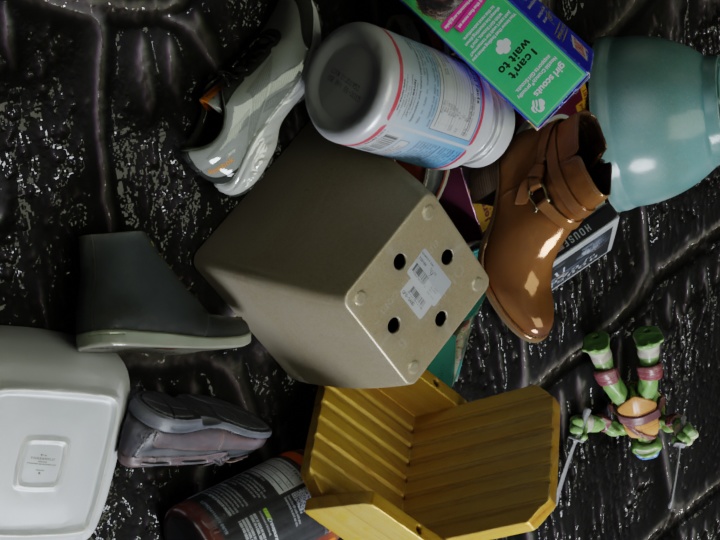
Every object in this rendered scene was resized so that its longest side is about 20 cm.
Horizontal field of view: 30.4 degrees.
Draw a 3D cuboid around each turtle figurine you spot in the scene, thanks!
[{"bbox_3d":[0.335,0.181,1.638,0.200,0.144,0.195,-32,118,-34],"label":"turtle figurine"}]

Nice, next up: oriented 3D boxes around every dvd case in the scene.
[{"bbox_3d":[0.210,-0.005,1.441,0.150,0.025,0.200,-35,167,2],"label":"dvd case"}]

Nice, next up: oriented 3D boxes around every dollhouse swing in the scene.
[{"bbox_3d":[0.073,0.166,1.306,0.182,0.176,0.201,39,40,-25],"label":"dollhouse swing"}]

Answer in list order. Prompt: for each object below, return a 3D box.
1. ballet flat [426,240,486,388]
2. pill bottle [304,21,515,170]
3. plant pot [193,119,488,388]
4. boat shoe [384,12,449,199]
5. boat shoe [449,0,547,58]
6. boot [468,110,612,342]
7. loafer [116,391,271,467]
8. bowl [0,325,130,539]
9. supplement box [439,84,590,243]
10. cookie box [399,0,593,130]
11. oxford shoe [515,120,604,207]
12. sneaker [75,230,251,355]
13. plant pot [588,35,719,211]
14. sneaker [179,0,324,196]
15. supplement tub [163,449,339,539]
[{"bbox_3d":[0.086,0.047,1.415,0.075,0.064,0.201,5,117,-26],"label":"ballet flat"},{"bbox_3d":[0.052,-0.153,1.226,0.200,0.108,0.109,11,96,-47],"label":"pill bottle"},{"bbox_3d":[0.000,0.000,1.274,0.200,0.177,0.200,-50,129,-17],"label":"plant pot"},{"bbox_3d":[0.050,-0.159,1.337,0.062,0.071,0.201,-9,104,-50],"label":"boat shoe"},{"bbox_3d":[0.121,-0.234,1.385,0.074,0.076,0.201,37,72,-34],"label":"boat shoe"},{"bbox_3d":[0.187,-0.043,1.273,0.076,0.155,0.201,6,69,-39],"label":"boot"},{"bbox_3d":[-0.159,0.155,1.244,0.063,0.072,0.200,-61,151,5],"label":"loafer"},{"bbox_3d":[-0.289,0.155,1.142,0.199,0.074,0.201,11,96,-43],"label":"bowl"},{"bbox_3d":[0.160,-0.124,1.434,0.200,0.085,0.111,-38,125,-26],"label":"supplement box"},{"bbox_3d":[0.125,-0.238,1.258,0.200,0.171,0.075,42,109,-2],"label":"cookie box"},{"bbox_3d":[0.221,-0.091,1.395,0.075,0.058,0.200,-58,143,-10],"label":"oxford shoe"},{"bbox_3d":[-0.172,0.021,1.202,0.200,0.075,0.107,7,77,-55],"label":"sneaker"},{"bbox_3d":[0.347,-0.174,1.492,0.200,0.134,0.201,-6,90,-67],"label":"plant pot"},{"bbox_3d":[-0.098,-0.170,1.211,0.079,0.074,0.201,28,84,-37],"label":"sneaker"},{"bbox_3d":[-0.088,0.245,1.317,0.199,0.107,0.107,-21,115,-35],"label":"supplement tub"}]
